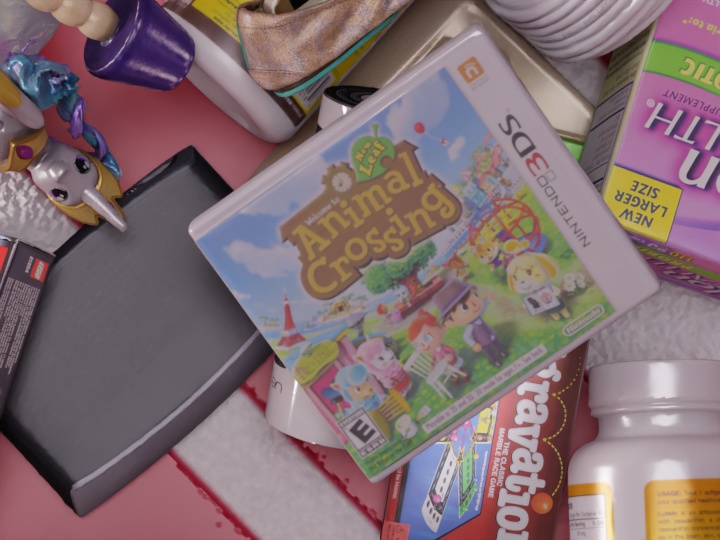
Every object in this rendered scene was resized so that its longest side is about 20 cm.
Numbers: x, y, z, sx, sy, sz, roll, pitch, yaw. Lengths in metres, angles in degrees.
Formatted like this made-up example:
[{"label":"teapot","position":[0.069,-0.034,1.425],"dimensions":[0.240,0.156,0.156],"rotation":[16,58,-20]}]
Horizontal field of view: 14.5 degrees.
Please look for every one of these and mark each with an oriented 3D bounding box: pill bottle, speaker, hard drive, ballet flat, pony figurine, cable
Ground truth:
[{"label":"pill bottle","position":[0.176,0.154,1.636],"dimensions":[0.110,0.111,0.201],"rotation":[-1,84,-2]},{"label":"speaker","position":[0.000,0.000,1.632],"dimensions":[0.081,0.081,0.201],"rotation":[11,104,-1]},{"label":"hard drive","position":[-0.133,0.034,1.673],"dimensions":[0.200,0.042,0.135],"rotation":[-42,87,-6]},{"label":"ballet flat","position":[0.015,-0.176,1.586],"dimensions":[0.200,0.068,0.067],"rotation":[-36,113,-13]},{"label":"pony figurine","position":[-0.232,-0.099,1.612],"dimensions":[0.193,0.200,0.167],"rotation":[37,90,33]},{"label":"pill bottle","position":[-0.022,-0.180,1.667],"dimensions":[0.109,0.109,0.200],"rotation":[42,83,3]},{"label":"cable","position":[0.144,-0.217,1.632],"dimensions":[0.069,0.200,0.200],"rotation":[26,100,-24]}]

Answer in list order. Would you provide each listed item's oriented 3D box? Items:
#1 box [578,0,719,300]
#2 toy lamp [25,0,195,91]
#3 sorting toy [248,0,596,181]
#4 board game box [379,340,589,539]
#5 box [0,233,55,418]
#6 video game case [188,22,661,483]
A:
[{"label":"box","position":[0.233,-0.086,1.657],"dimensions":[0.175,0.097,0.201],"rotation":[20,80,-7]},{"label":"toy lamp","position":[-0.178,-0.156,1.555],"dimensions":[0.200,0.058,0.058],"rotation":[29,82,-30]},{"label":"sorting toy","position":[0.061,-0.049,1.692],"dimensions":[0.200,0.036,0.185],"rotation":[43,84,3]},{"label":"board game box","position":[0.075,0.090,1.667],"dimensions":[0.102,0.019,0.201],"rotation":[9,95,-2]},{"label":"box","position":[-0.255,0.071,1.639],"dimensions":[0.110,0.035,0.201],"rotation":[12,81,39]},{"label":"video game case","position":[0.036,-0.008,1.577],"dimensions":[0.200,0.022,0.182],"rotation":[-34,101,8]}]
